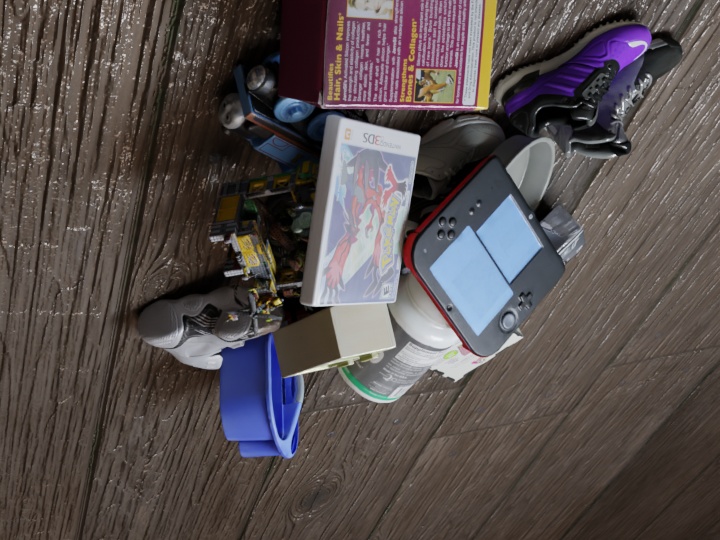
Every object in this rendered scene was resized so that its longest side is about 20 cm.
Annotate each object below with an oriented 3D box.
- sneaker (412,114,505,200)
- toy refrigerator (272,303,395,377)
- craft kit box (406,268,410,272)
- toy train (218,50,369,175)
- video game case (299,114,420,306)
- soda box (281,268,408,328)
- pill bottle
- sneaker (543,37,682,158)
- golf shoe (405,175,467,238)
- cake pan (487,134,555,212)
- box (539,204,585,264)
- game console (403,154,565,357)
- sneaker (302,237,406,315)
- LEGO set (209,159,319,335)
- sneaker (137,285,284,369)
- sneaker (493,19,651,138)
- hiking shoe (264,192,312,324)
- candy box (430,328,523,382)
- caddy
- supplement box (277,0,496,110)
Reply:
[{"bbox_3d":[0.097,-0.129,1.404,0.200,0.092,0.076,-15,146,-17],"label":"sneaker"},{"bbox_3d":[-0.036,0.089,1.412,0.076,0.070,0.200,-10,172,-26],"label":"toy refrigerator"},{"bbox_3d":[0.103,0.034,1.696,0.197,0.049,0.200,-10,146,-16],"label":"craft kit box"},{"bbox_3d":[-0.069,-0.164,1.257,0.114,0.087,0.200,-34,147,26],"label":"toy train"},{"bbox_3d":[0.003,-0.061,1.250,0.182,0.023,0.200,0,100,-60],"label":"video game case"},{"bbox_3d":[-0.021,0.055,1.577,0.200,0.063,0.070,-18,136,15],"label":"soda box"},{"bbox_3d":[0.062,0.075,1.475,0.113,0.113,0.200,5,139,-38],"label":"pill bottle"},{"bbox_3d":[0.333,-0.202,1.427,0.200,0.116,0.075,-29,148,9],"label":"sneaker"},{"bbox_3d":[0.116,-0.073,1.499,0.200,0.095,0.078,-4,142,-31],"label":"golf shoe"},{"bbox_3d":[0.183,-0.091,1.473,0.200,0.037,0.200,-44,153,-29],"label":"cake pan"},{"bbox_3d":[0.248,-0.011,1.621,0.158,0.050,0.200,-44,167,4],"label":"box"},{"bbox_3d":[0.153,-0.012,1.372,0.177,0.031,0.200,-44,120,-14],"label":"game console"},{"bbox_3d":[0.000,0.000,1.450,0.200,0.071,0.080,-17,128,-37],"label":"sneaker"},{"bbox_3d":[-0.086,-0.016,1.270,0.154,0.116,0.200,-2,130,6],"label":"LEGO set"},{"bbox_3d":[-0.186,0.078,1.517,0.200,0.075,0.115,-7,155,13],"label":"sneaker"},{"bbox_3d":[0.271,-0.221,1.373,0.200,0.100,0.070,-27,150,6],"label":"sneaker"},{"bbox_3d":[-0.078,-0.018,1.446,0.076,0.101,0.200,-14,147,-16],"label":"hiking shoe"},{"bbox_3d":[0.140,0.087,1.701,0.136,0.061,0.200,-35,146,16],"label":"candy box"},{"bbox_3d":[-0.131,0.172,1.614,0.105,0.200,0.141,-10,149,10],"label":"caddy"},{"bbox_3d":[0.028,-0.232,1.149,0.200,0.103,0.131,-2,104,-30],"label":"supplement box"}]
